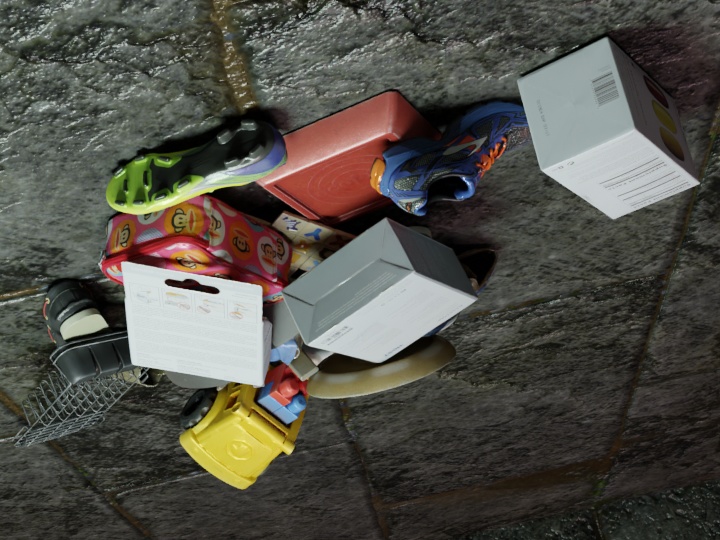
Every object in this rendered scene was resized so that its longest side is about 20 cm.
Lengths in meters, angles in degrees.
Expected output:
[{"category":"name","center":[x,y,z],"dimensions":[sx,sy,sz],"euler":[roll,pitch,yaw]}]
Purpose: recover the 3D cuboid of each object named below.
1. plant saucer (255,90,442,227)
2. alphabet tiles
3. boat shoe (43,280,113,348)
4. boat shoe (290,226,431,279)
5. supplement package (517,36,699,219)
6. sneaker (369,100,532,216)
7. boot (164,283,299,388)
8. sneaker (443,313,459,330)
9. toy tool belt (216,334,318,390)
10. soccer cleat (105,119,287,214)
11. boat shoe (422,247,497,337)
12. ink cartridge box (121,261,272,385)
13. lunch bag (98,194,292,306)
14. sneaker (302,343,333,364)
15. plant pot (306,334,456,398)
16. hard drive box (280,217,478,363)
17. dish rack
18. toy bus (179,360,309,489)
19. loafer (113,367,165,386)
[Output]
[{"category":"plant saucer","center":[-0.008,-0.110,1.554],"dimensions":[0.199,0.037,0.200],"euler":[-21,155,19]},{"category":"alphabet tiles","center":[-0.096,-0.021,1.668],"dimensions":[0.199,0.008,0.167],"euler":[19,147,-21]},{"category":"boat shoe","center":[-0.353,0.073,1.773],"dimensions":[0.073,0.063,0.202],"euler":[-29,161,-15]},{"category":"boat shoe","center":[0.000,0.000,1.760],"dimensions":[0.199,0.068,0.072],"euler":[-13,153,-5]},{"category":"supplement package","center":[0.269,-0.147,1.511],"dimensions":[0.109,0.114,0.200],"euler":[-23,156,26]},{"category":"sneaker","center":[0.110,-0.113,1.503],"dimensions":[0.199,0.079,0.076],"euler":[-27,151,-17]},{"category":"boot","center":[-0.148,0.080,1.717],"dimensions":[0.199,0.074,0.076],"euler":[-28,-161,15]},{"category":"sneaker","center":[0.066,0.032,1.880],"dimensions":[0.199,0.075,0.116],"euler":[-9,146,-29]},{"category":"toy tool belt","center":[-0.160,0.094,1.790],"dimensions":[0.199,0.124,0.125],"euler":[-9,157,-8]},{"category":"soccer cleat","center":[-0.168,-0.098,1.464],"dimensions":[0.199,0.065,0.084],"euler":[-19,159,14]},{"category":"boat shoe","center":[0.112,0.017,1.814],"dimensions":[0.200,0.072,0.072],"euler":[-38,169,-52]},{"category":"ink cartridge box","center":[-0.182,0.049,1.597],"dimensions":[0.161,0.057,0.201],"euler":[9,138,3]},{"category":"lunch bag","center":[-0.194,-0.011,1.610],"dimensions":[0.175,0.082,0.200],"euler":[-16,150,35]},{"category":"sneaker","center":[-0.010,0.094,2.009],"dimensions":[0.199,0.071,0.094],"euler":[3,135,-29]},{"category":"plant pot","center":[0.023,0.116,1.807],"dimensions":[0.199,0.028,0.200],"euler":[-15,-170,3]},{"category":"hard drive box","center":[0.026,0.029,1.645],"dimensions":[0.155,0.077,0.200],"euler":[-34,157,16]},{"category":"dish rack","center":[-0.357,0.153,1.795],"dimensions":[0.153,0.055,0.200],"euler":[-10,153,-50]},{"category":"toy bus","center":[-0.129,0.163,1.898],"dimensions":[0.136,0.201,0.192],"euler":[38,130,-20]},{"category":"loafer","center":[-0.303,0.120,1.880],"dimensions":[0.199,0.068,0.076],"euler":[-11,158,15]}]
